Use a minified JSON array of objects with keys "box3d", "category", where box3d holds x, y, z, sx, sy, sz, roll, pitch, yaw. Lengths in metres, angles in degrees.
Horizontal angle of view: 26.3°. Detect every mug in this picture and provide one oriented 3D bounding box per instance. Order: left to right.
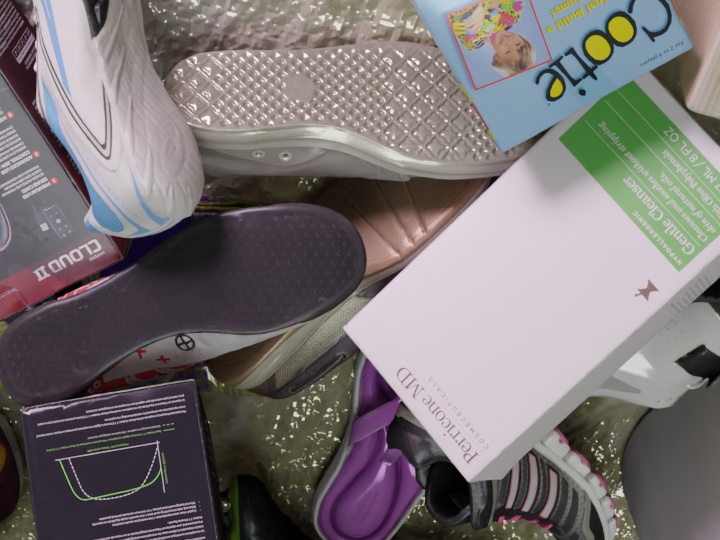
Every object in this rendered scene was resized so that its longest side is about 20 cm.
[{"box3d":[0.245,0.154,0.897,0.149,0.154,0.187,34,120,-18],"category":"mug"}]

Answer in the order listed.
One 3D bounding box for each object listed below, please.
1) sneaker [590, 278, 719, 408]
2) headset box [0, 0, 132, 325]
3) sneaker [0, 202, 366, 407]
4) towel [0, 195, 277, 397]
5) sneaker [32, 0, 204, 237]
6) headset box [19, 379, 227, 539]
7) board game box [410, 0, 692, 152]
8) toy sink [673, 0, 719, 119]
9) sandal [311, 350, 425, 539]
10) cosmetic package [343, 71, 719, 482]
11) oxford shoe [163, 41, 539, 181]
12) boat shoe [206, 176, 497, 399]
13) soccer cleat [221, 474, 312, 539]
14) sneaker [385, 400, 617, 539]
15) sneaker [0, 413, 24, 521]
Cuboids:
[{"box3d":[0.184,0.031,0.867,0.198,0.075,0.089,-13,124,24],"category":"sneaker"},{"box3d":[-0.219,-0.054,0.809,0.147,0.075,0.201,-25,114,14],"category":"headset box"},{"box3d":[-0.089,0.018,0.822,0.199,0.108,0.068,-22,86,5],"category":"sneaker"},{"box3d":[-0.140,0.017,0.904,0.197,0.023,0.145,3,124,2],"category":"towel"},{"box3d":[-0.136,-0.113,0.748,0.072,0.072,0.203,-16,92,27],"category":"sneaker"},{"box3d":[-0.112,0.175,0.821,0.091,0.203,0.174,-9,169,-5],"category":"headset box"},{"box3d":[0.056,-0.177,0.701,0.104,0.103,0.201,-27,119,13],"category":"board game box"},{"box3d":[0.262,-0.129,0.722,0.197,0.113,0.132,14,125,-6],"category":"toy sink"},{"box3d":[0.026,0.107,0.940,0.081,0.050,0.204,14,124,-7],"category":"sandal"},{"box3d":[0.102,0.003,0.784,0.200,0.085,0.108,-44,75,7],"category":"cosmetic package"},{"box3d":[-0.006,-0.077,0.808,0.197,0.076,0.058,2,152,-3],"category":"oxford shoe"},{"box3d":[0.000,0.000,0.859,0.200,0.072,0.065,-42,141,13],"category":"boat shoe"},{"box3d":[-0.041,0.201,1.007,0.080,0.068,0.202,-13,130,1],"category":"soccer cleat"},{"box3d":[0.079,0.121,0.904,0.088,0.074,0.200,-47,129,-8],"category":"sneaker"},{"box3d":[-0.268,0.095,0.924,0.074,0.091,0.202,-13,123,13],"category":"sneaker"}]
